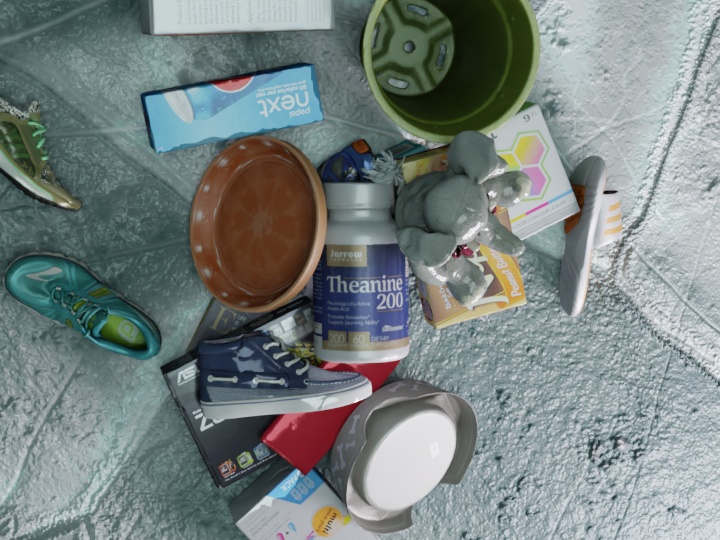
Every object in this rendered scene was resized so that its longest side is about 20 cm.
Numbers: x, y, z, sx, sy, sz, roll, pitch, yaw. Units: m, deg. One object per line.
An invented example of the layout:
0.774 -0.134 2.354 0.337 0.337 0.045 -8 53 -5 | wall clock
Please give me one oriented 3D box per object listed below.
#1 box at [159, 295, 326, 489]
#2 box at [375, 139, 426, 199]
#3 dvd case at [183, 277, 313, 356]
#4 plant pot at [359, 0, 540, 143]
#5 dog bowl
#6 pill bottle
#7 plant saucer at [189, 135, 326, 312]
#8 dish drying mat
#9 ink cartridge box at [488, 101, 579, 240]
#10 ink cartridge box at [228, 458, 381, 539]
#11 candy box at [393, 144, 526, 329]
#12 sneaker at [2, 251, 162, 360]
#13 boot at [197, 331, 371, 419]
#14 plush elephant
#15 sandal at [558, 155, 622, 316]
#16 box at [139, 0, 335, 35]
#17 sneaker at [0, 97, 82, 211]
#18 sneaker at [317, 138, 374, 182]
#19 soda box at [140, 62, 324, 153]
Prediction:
-0.117 0.145 1.569 0.199 0.049 0.162 -26 104 -10 | box
0.085 -0.056 1.580 0.049 0.082 0.201 -26 105 -6 | box
-0.104 0.047 1.587 0.148 0.016 0.201 26 93 -16 | dvd case
0.077 -0.251 1.485 0.199 0.190 0.201 -2 100 -14 | plant pot
0.049 0.222 1.597 0.199 0.059 0.201 -21 128 -29 | dog bowl
0.000 0.000 1.488 0.110 0.111 0.201 -2 95 -13 | pill bottle
-0.115 -0.052 1.490 0.032 0.200 0.201 7 101 -52 | plant saucer
-0.030 0.146 1.561 0.077 0.018 0.200 41 86 -17 | dish drying mat
0.180 -0.142 1.597 0.103 0.059 0.201 -26 105 -8 | ink cartridge box
-0.054 0.333 1.624 0.115 0.068 0.200 -42 107 -3 | ink cartridge box
0.114 -0.044 1.516 0.115 0.055 0.201 -15 104 -10 | candy box
-0.314 0.042 1.502 0.199 0.080 0.078 29 93 -16 | sneaker
-0.088 0.114 1.502 0.199 0.073 0.091 -6 96 -6 | boot
0.108 -0.058 1.393 0.200 0.155 0.165 30 91 -23 | plush elephant
0.293 -0.043 1.640 0.059 0.079 0.208 1 108 -15 | sandal
-0.141 -0.315 1.440 0.199 0.152 0.107 -4 102 -12 | box
-0.377 -0.147 1.459 0.200 0.077 0.089 45 80 -19 | sneaker
0.003 -0.054 1.574 0.078 0.075 0.201 -18 98 2 | sneaker
-0.149 -0.189 1.507 0.199 0.064 0.068 -13 103 -12 | soda box
